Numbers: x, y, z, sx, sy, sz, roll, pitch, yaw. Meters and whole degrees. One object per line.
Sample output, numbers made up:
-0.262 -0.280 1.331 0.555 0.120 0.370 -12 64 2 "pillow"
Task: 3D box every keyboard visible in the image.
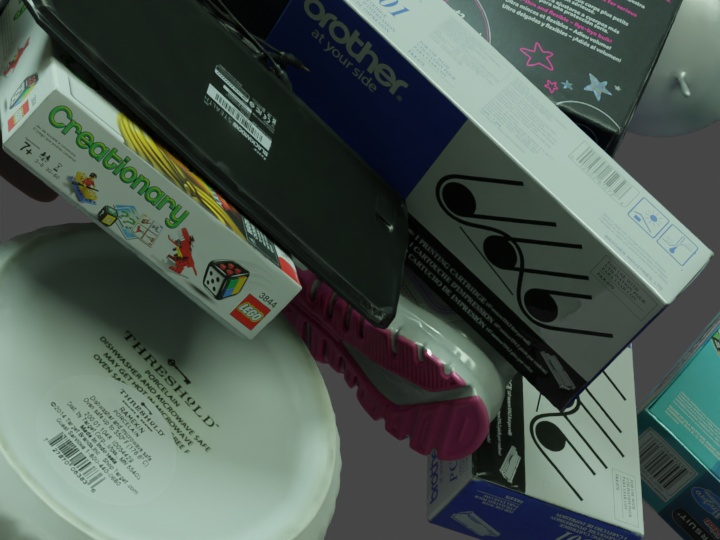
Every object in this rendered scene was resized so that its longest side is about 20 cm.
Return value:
-0.058 -0.061 0.898 0.200 0.040 0.104 44 35 -24 "keyboard"

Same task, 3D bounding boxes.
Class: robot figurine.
0.174 -0.137 1.247 0.170 0.113 0.200 35 21 7 "robot figurine"

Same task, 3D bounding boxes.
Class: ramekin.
-0.102 0.075 0.904 0.200 0.105 0.200 20 47 -22 "ramekin"

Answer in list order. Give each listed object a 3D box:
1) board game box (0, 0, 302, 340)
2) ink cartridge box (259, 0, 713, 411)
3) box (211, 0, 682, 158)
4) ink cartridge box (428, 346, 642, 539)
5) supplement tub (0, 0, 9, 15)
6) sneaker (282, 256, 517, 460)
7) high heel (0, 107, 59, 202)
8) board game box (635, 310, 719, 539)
-0.092 -0.062 0.917 0.126 0.035 0.200 40 14 -25 "board game box"
0.044 -0.041 0.949 0.200 0.094 0.044 44 49 5 "ink cartridge box"
0.031 -0.101 1.054 0.200 0.132 0.115 26 52 5 "box"
0.083 0.043 1.096 0.094 0.044 0.200 21 46 -20 "ink cartridge box"
-0.212 -0.110 0.907 0.122 0.200 0.123 20 46 -22 "supplement tub"
0.000 0.000 1.029 0.200 0.081 0.088 38 53 18 "sneaker"
-0.187 -0.127 1.036 0.200 0.067 0.096 47 51 -15 "high heel"
0.231 0.088 1.174 0.151 0.047 0.200 45 42 4 "board game box"
